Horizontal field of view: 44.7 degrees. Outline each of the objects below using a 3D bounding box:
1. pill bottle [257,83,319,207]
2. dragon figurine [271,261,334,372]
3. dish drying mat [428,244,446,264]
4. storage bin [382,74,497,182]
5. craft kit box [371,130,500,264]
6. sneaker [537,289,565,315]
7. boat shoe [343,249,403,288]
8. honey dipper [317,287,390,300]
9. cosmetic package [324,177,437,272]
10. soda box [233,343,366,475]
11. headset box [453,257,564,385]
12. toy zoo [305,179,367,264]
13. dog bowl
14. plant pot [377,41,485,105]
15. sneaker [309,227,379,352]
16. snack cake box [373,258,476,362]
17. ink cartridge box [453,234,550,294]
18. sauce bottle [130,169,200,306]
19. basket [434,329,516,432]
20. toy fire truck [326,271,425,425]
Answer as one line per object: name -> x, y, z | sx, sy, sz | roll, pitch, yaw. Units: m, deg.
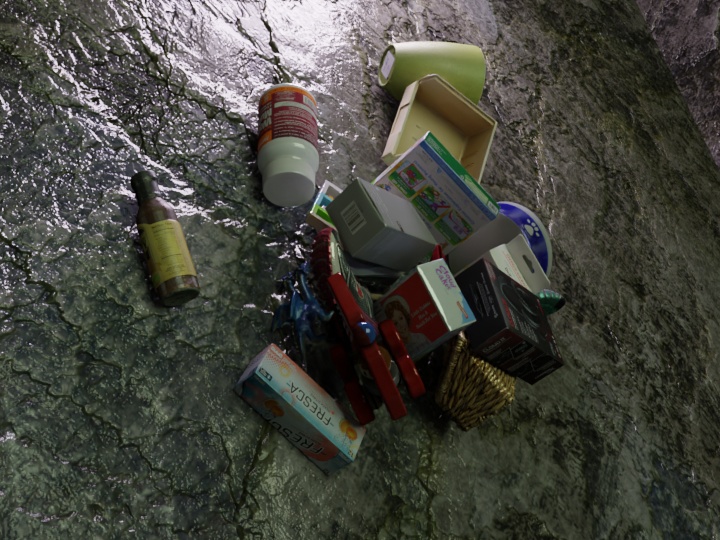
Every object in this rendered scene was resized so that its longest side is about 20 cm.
pill bottle -> -0.126, -0.218, 1.524 | 0.108, 0.109, 0.203 | 23, 47, -32
dragon figurine -> -0.101, 0.075, 1.369 | 0.099, 0.059, 0.202 | 38, 40, -18
dish drying mat -> 0.117, 0.044, 1.517 | 0.018, 0.201, 0.078 | 3, 55, -11
storage bin -> 0.165, -0.268, 1.824 | 0.197, 0.093, 0.203 | 32, 64, -26
craft kit box -> 0.128, -0.127, 1.647 | 0.200, 0.197, 0.049 | 45, 36, -10
sneaker -> 0.359, 0.039, 1.863 | 0.197, 0.074, 0.089 | 11, 49, -40
boat shoe -> 0.000, 0.000, 1.528 | 0.197, 0.057, 0.069 | 7, 33, -43
honey dipper -> 0.007, 0.044, 1.522 | 0.197, 0.038, 0.039 | 7, 56, -41
cosmetic package -> 0.038, -0.072, 1.471 | 0.199, 0.090, 0.108 | 9, 45, -59
soda box -> -0.087, 0.205, 1.281 | 0.200, 0.063, 0.069 | 44, 39, -11
headset box -> 0.241, 0.083, 1.466 | 0.199, 0.077, 0.151 | 32, 33, -40
toy zoo -> -0.025, -0.095, 1.562 | 0.130, 0.021, 0.201 | 35, 24, -8
dog bowl -> 0.273, -0.029, 1.720 | 0.078, 0.199, 0.202 | -19, 76, -48
plant pot -> 0.144, -0.425, 1.930 | 0.196, 0.188, 0.190 | 10, 53, -22
sneaker -> -0.026, 0.027, 1.430 | 0.074, 0.080, 0.204 | -21, 102, -26
snack cake box -> 0.086, 0.081, 1.439 | 0.066, 0.200, 0.117 | -16, 73, -40
ink cartridge box -> 0.244, 0.033, 1.643 | 0.067, 0.199, 0.119 | -17, 73, -50
sauce bottle -> -0.288, -0.049, 1.267 | 0.064, 0.065, 0.203 | 0, 61, -45
basket -> 0.178, 0.158, 1.520 | 0.149, 0.142, 0.201 | 47, 27, -12
toy fire truck -> 0.009, 0.117, 1.293 | 0.170, 0.111, 0.201 | 65, -2, -40
